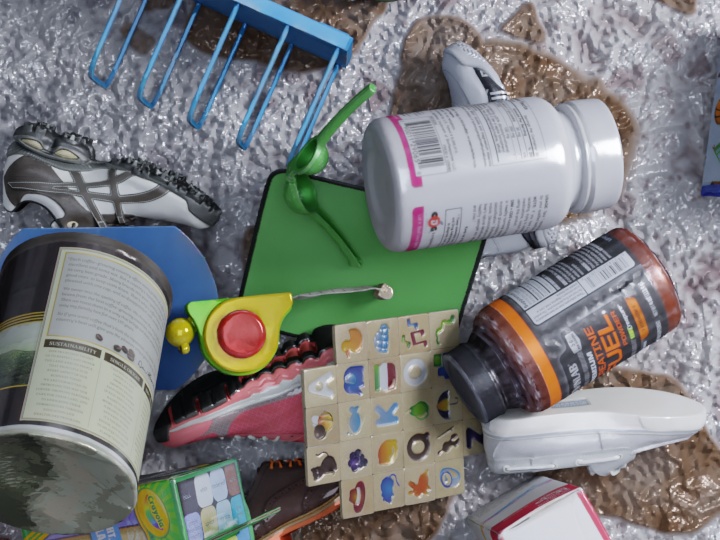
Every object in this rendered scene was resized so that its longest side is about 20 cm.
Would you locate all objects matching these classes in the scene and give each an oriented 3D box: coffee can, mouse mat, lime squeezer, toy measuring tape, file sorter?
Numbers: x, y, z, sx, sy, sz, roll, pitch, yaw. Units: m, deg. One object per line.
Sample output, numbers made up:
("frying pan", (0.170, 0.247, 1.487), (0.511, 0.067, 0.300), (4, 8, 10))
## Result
("coffee can", (-0.238, 0.091, 1.396), (0.146, 0.146, 0.200), (6, 50, -2))
("mouse mat", (0.000, 0.000, 1.519), (0.200, 0.008, 0.161), (13, 117, -5))
("lime squeezer", (-0.029, -0.077, 1.436), (0.071, 0.200, 0.038), (19, 46, 14))
("toy measuring tape", (-0.068, 0.053, 1.492), (0.200, 0.074, 0.074), (-6, 88, -12))
("file sorter", (-0.122, -0.181, 1.501), (0.200, 0.139, 0.123), (24, 90, -1))

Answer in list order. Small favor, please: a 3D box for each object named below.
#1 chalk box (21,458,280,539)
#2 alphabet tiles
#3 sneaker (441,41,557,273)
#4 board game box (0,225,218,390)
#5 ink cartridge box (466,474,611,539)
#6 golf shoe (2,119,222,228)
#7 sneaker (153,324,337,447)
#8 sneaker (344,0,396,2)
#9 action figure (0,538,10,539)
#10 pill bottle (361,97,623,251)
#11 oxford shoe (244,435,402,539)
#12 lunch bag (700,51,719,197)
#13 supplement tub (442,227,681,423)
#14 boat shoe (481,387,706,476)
("chalk box", (-0.164, 0.234, 1.455), (0.200, 0.124, 0.124), (-12, 88, 22))
("alphabet tiles", (0.034, 0.123, 1.499), (0.200, 0.006, 0.167), (-7, 97, -35))
("sneaker", (0.089, -0.097, 1.535), (0.115, 0.075, 0.200), (-23, 92, -6))
("board game box", (-0.224, 0.028, 1.524), (0.200, 0.039, 0.158), (-1, 114, -1))
("ink cartridge box", (0.170, 0.257, 1.461), (0.086, 0.200, 0.148), (-31, 89, -3))
("golf shoe", (-0.222, -0.061, 1.528), (0.200, 0.078, 0.095), (20, 93, 8))
("sneaker", (-0.084, 0.125, 1.522), (0.200, 0.074, 0.087), (-23, 109, 4))
("sneaker", (0.030, -0.339, 1.553), (0.090, 0.067, 0.201), (1, 88, -10))
("action figure", (-0.406, 0.204, 1.495), (0.200, 0.099, 0.065), (11, 86, 1))
("pill bottle", (0.110, -0.084, 1.442), (0.200, 0.113, 0.114), (-9, 88, -13))
("oxford shoe", (-0.053, 0.189, 1.522), (0.200, 0.071, 0.073), (-36, 85, -3))
("lunch bag", (0.423, -0.133, 1.532), (0.200, 0.124, 0.170), (11, 87, -16))
("supplement tub", (0.173, 0.054, 1.509), (0.200, 0.107, 0.107), (-31, 89, -9))
("boat shoe", (0.208, 0.150, 1.537), (0.200, 0.072, 0.069), (-5, 109, -9))
